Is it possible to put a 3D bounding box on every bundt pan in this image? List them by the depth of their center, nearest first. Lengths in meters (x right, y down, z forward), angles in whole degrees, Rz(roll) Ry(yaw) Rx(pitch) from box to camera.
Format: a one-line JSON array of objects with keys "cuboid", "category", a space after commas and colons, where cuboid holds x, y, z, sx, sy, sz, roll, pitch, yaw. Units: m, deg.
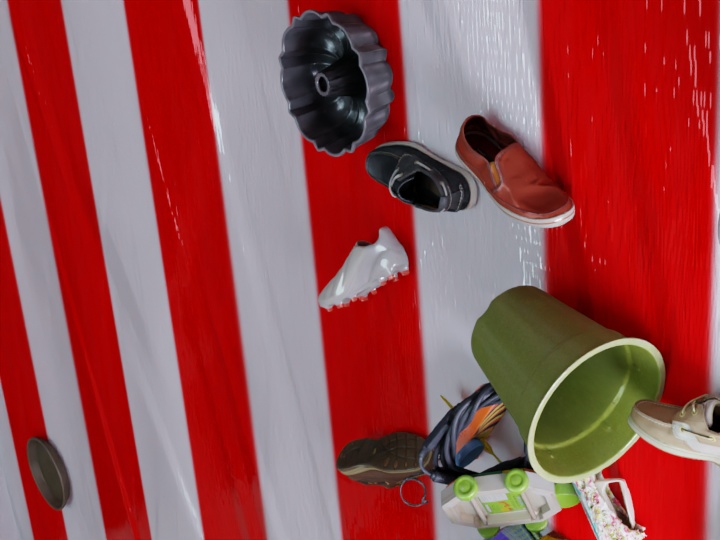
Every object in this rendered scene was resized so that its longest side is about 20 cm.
[{"cuboid": [-0.025, -0.265, 1.707, 0.201, 0.075, 0.205, 28, 128, 43], "category": "bundt pan"}]

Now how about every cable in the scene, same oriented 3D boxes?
[{"cuboid": [0.181, 0.225, 1.627, 0.201, 0.162, 0.051, -54, 18, 26], "category": "cable"}]

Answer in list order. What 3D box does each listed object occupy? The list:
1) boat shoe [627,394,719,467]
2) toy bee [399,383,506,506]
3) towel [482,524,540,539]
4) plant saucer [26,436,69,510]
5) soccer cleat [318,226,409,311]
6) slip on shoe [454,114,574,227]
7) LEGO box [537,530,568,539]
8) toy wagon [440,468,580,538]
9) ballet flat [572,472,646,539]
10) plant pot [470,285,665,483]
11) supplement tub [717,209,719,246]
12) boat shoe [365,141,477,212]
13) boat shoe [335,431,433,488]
[{"cuboid": [0.394, 0.175, 1.386, 0.198, 0.074, 0.067, 17, 118, 36], "category": "boat shoe"}, {"cuboid": [0.143, 0.235, 1.739, 0.199, 0.108, 0.133, -33, 72, 29], "category": "toy bee"}, {"cuboid": [0.222, 0.450, 1.791, 0.145, 0.023, 0.200, 59, 144, 15], "category": "towel"}, {"cuboid": [-0.806, 0.522, 3.191, 0.199, 0.029, 0.203, 28, 127, 42], "category": "plant saucer"}, {"cuboid": [0.000, 0.000, 1.825, 0.199, 0.069, 0.079, -31, 77, 47], "category": "soccer cleat"}, {"cuboid": [0.184, -0.121, 1.503, 0.200, 0.073, 0.062, 48, 158, 35], "category": "slip on shoe"}, {"cuboid": [0.213, 0.452, 1.625, 0.077, 0.199, 0.151, 30, 116, 31], "category": "LEGO box"}, {"cuboid": [0.211, 0.307, 1.645, 0.156, 0.197, 0.040, 60, -156, -54], "category": "toy wagon"}, {"cuboid": [0.301, 0.266, 1.568, 0.063, 0.075, 0.202, -28, 88, 23], "category": "ballet flat"}, {"cuboid": [0.233, 0.117, 1.493, 0.190, 0.197, 0.203, 47, 141, 47], "category": "plant pot"}, {"cuboid": [0.449, -0.034, 1.149, 0.199, 0.131, 0.134, 30, 130, 40], "category": "supplement tub"}, {"cuboid": [0.067, -0.125, 1.666, 0.199, 0.067, 0.073, 27, 130, 45], "category": "boat shoe"}, {"cuboid": [0.049, 0.300, 1.917, 0.198, 0.073, 0.068, -13, 131, 47], "category": "boat shoe"}]
